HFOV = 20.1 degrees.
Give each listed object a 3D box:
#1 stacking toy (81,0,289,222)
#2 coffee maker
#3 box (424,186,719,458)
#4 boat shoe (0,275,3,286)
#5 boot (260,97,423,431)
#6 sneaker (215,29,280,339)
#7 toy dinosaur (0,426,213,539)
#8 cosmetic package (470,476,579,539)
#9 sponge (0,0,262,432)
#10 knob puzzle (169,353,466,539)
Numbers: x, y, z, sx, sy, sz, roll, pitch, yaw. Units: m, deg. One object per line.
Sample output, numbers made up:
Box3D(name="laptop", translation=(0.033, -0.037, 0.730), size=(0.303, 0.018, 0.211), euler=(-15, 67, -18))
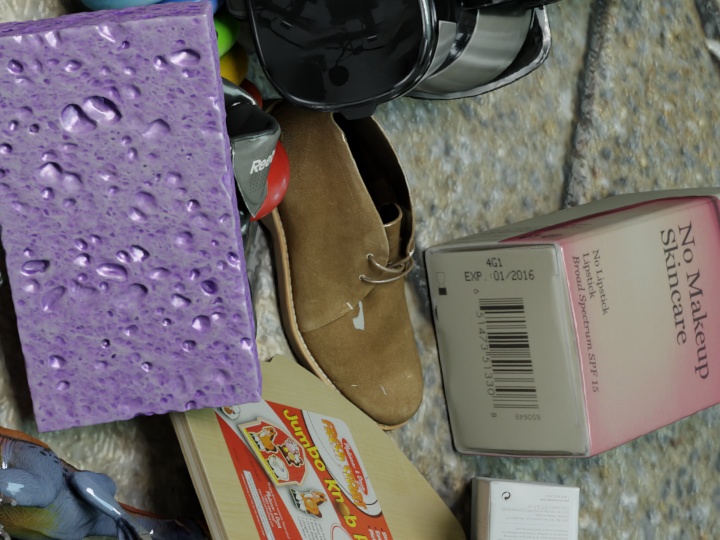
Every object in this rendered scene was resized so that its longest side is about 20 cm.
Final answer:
Box3D(name="stacking toy", translation=(-0.091, -0.113, 1.027), size=(0.085, 0.085, 0.201), euler=(-45, 126, -36))
Box3D(name="coffee maker", translation=(0.006, -0.177, 1.052), size=(0.193, 0.134, 0.200), euler=(58, 19, 6))
Box3D(name="box", translation=(0.150, 0.028, 1.229), size=(0.199, 0.109, 0.129), euler=(-16, 99, -44))
Box3D(name="boat shoe", translation=(-0.237, -0.041, 0.884), size=(0.200, 0.072, 0.068), euler=(40, 43, -35))
Box3D(name="boot", translation=(0.000, 0.000, 1.106), size=(0.074, 0.075, 0.201), euler=(-37, 115, -41))
Box3D(name="sneaker", translation=(-0.075, -0.039, 0.992), size=(0.067, 0.090, 0.201), euler=(-78, 152, -55))
Box3D(name="toy dinosaur", translation=(-0.139, 0.102, 0.958), size=(0.181, 0.105, 0.201), euler=(-8, 83, -63))
Box3D(name="cosmetic package", translation=(0.086, 0.191, 1.114), size=(0.200, 0.051, 0.152), euler=(82, 12, -85))
Box3D(name="sponge", translation=(-0.112, -0.022, 0.946), size=(0.030, 0.111, 0.201), euler=(-95, 179, -65))
Box3D(name="knob puzzle", translation=(-0.018, 0.131, 1.055), size=(0.219, 0.030, 0.220), euler=(36, 28, -23))
